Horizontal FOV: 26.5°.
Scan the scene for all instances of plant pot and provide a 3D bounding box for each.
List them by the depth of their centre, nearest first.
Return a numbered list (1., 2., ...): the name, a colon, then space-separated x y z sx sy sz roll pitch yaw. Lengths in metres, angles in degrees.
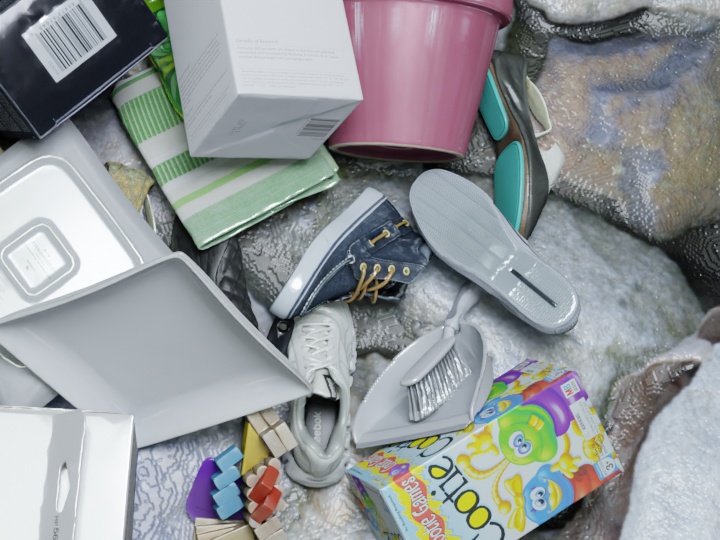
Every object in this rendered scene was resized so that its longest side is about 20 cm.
1. plant pot: 0.039 -0.196 1.408 0.199 0.200 0.180 4 88 -6

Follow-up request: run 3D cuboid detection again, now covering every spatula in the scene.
1. spatula: -0.098 0.132 1.338 0.056 0.021 0.201 20 85 -7

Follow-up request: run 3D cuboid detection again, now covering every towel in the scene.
1. towel: -0.130 -0.126 1.419 0.152 0.023 0.200 -27 65 -15

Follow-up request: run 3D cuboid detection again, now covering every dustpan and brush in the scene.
1. dustpan and brush: 0.077 0.072 1.373 0.200 0.139 0.057 -46 113 -47

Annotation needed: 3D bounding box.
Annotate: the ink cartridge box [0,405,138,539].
1. ink cartridge box: -0.247 0.188 1.234 0.124 0.200 0.129 3 71 -6

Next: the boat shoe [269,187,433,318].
1. boat shoe: 0.000 0.000 1.356 0.091 0.071 0.200 38 39 3

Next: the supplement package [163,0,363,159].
1. supplement package: -0.090 -0.212 1.321 0.119 0.121 0.201 -1 69 -28

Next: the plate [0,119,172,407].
1. plate: -0.275 -0.006 1.305 0.200 0.032 0.200 -37 88 -13

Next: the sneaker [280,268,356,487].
1. sneaker: -0.036 0.087 1.357 0.075 0.081 0.201 -3 72 -6

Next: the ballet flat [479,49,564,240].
1. ballet flat: 0.156 -0.120 1.455 0.068 0.068 0.201 -2 73 -21

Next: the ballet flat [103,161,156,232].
1. ballet flat: -0.217 0.000 1.372 0.070 0.071 0.201 6 72 -5

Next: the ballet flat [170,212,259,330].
1. ballet flat: -0.131 0.014 1.392 0.066 0.057 0.201 -18 68 16

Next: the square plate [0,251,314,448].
1. square plate: -0.170 0.066 1.255 0.199 0.198 0.029 -19 45 24

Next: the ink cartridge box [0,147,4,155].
1. ink cartridge box: -0.400 -0.046 1.355 0.200 0.075 0.165 -35 78 -15

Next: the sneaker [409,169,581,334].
1. sneaker: 0.120 -0.010 1.396 0.073 0.071 0.200 -42 71 -3

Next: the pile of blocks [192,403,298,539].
1. pile of blocks: -0.097 0.208 1.293 0.082 0.062 0.202 3 88 -12

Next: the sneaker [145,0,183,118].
1. sneaker: -0.158 -0.202 1.401 0.074 0.084 0.200 -33 66 -17

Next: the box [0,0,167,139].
1. box: -0.281 -0.200 1.344 0.148 0.200 0.105 -41 110 -16

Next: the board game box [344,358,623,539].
1. board game box: 0.105 0.173 1.320 0.199 0.105 0.103 -30 100 -15
